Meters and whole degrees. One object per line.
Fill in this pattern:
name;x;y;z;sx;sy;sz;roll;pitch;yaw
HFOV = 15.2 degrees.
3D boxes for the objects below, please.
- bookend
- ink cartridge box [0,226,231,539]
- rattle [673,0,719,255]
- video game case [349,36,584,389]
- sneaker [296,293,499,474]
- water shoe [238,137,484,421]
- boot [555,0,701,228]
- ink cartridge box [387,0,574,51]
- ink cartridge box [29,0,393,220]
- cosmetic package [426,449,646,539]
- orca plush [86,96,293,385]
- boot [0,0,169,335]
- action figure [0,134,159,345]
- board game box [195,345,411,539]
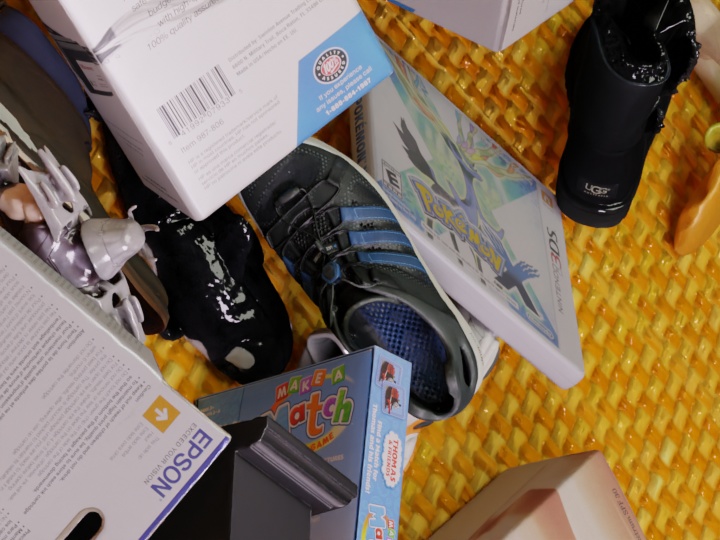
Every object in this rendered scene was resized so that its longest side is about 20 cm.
bookend;-0.111;0.197;1.348;0.092;0.199;0.200;41;41;-48
ink cartridge box;-0.198;0.087;1.308;0.200;0.197;0.043;40;6;-5
rattle;0.225;-0.135;1.950;0.200;0.143;0.130;49;13;-2
video game case;0.066;-0.041;1.712;0.200;0.022;0.183;39;28;-30
sneaker;0.014;0.056;1.636;0.092;0.076;0.200;57;44;-19
water shoe;0.000;0.000;1.559;0.200;0.071;0.079;48;12;0
boot;0.183;-0.150;1.799;0.076;0.168;0.201;15;50;1
ink cartridge box;0.089;-0.237;1.754;0.200;0.146;0.086;-38;147;-44
ink cartridge box;-0.096;-0.154;1.477;0.144;0.084;0.200;-38;120;-13
cosmetic package;0.088;0.204;1.654;0.200;0.087;0.104;-38;105;-45
orca plush;-0.083;-0.028;1.571;0.105;0.071;0.201;-17;89;-47
boot;-0.162;-0.058;1.499;0.200;0.075;0.097;46;52;-22
action figure;-0.181;0.001;1.365;0.069;0.199;0.131;-32;104;-58
board game box;-0.042;0.154;1.493;0.037;0.151;0.201;24;61;-39
